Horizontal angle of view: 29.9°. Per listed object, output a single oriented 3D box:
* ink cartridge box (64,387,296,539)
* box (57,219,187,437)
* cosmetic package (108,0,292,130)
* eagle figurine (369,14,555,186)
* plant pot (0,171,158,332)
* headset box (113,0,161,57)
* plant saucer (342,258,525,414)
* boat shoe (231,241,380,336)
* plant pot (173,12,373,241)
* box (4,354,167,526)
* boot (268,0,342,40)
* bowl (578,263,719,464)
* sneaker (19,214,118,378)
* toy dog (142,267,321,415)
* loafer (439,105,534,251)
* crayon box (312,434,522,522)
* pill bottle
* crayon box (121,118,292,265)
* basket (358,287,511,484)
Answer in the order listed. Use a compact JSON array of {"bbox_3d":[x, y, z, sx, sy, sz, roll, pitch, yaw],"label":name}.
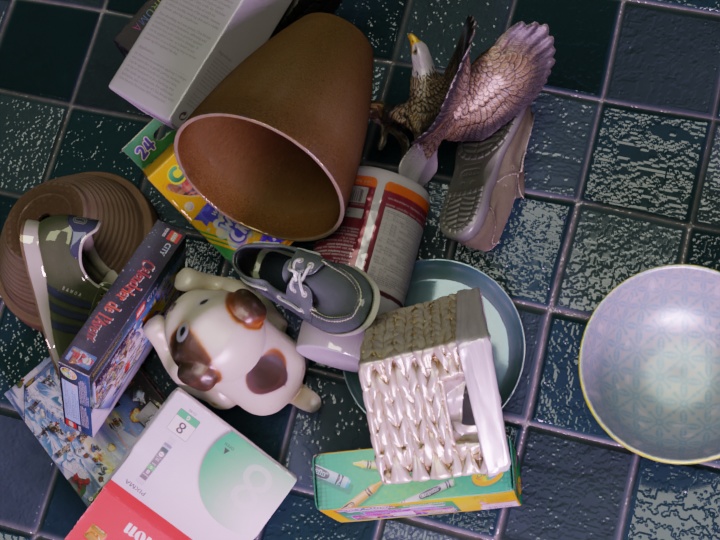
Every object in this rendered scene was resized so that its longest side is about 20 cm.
[{"bbox_3d":[-0.189,0.250,1.420,0.161,0.050,0.200,38,80,-6],"label":"ink cartridge box"},{"bbox_3d":[-0.250,0.062,1.433,0.038,0.137,0.200,25,56,8],"label":"box"},{"bbox_3d":[-0.164,-0.247,1.422,0.101,0.071,0.200,31,89,32],"label":"cosmetic package"},{"bbox_3d":[0.093,-0.187,1.426,0.200,0.151,0.152,-13,43,41],"label":"eagle figurine"},{"bbox_3d":[-0.333,-0.036,1.518,0.200,0.093,0.201,-8,61,15],"label":"plant pot"},{"bbox_3d":[-0.150,-0.255,1.568,0.200,0.093,0.174,41,85,18],"label":"headset box"},{"bbox_3d":[0.079,0.087,1.458,0.199,0.027,0.201,-3,73,11],"label":"plant saucer"},{"bbox_3d":[-0.059,0.014,1.348,0.200,0.062,0.073,23,93,50],"label":"boat shoe"},{"bbox_3d":[-0.067,-0.165,1.393,0.186,0.187,0.200,16,57,15],"label":"plant pot"},{"bbox_3d":[-0.282,0.168,1.494,0.137,0.040,0.200,-40,70,-4],"label":"box"},{"bbox_3d":[-0.110,-0.309,1.490,0.138,0.077,0.200,41,84,23],"label":"boot"},{"bbox_3d":[0.321,0.103,1.363,0.199,0.108,0.201,-3,73,9],"label":"bowl"},{"bbox_3d":[-0.294,0.033,1.437,0.090,0.067,0.201,-10,111,2],"label":"sneaker"},{"bbox_3d":[-0.140,0.085,1.407,0.140,0.200,0.194,-43,70,-3],"label":"toy dog"},{"bbox_3d":[0.145,-0.107,1.489,0.075,0.070,0.200,2,59,43],"label":"loafer"},{"bbox_3d":[0.061,0.214,1.374,0.199,0.119,0.058,-7,72,8],"label":"crayon box"},{"bbox_3d":[0.000,0.000,1.427,0.109,0.110,0.201,12,75,14],"label":"pill bottle"},{"bbox_3d":[-0.146,-0.101,1.481,0.126,0.052,0.200,-44,110,-2],"label":"crayon box"},{"bbox_3d":[0.069,0.108,1.282,0.123,0.200,0.136,-10,101,4],"label":"basket"}]
